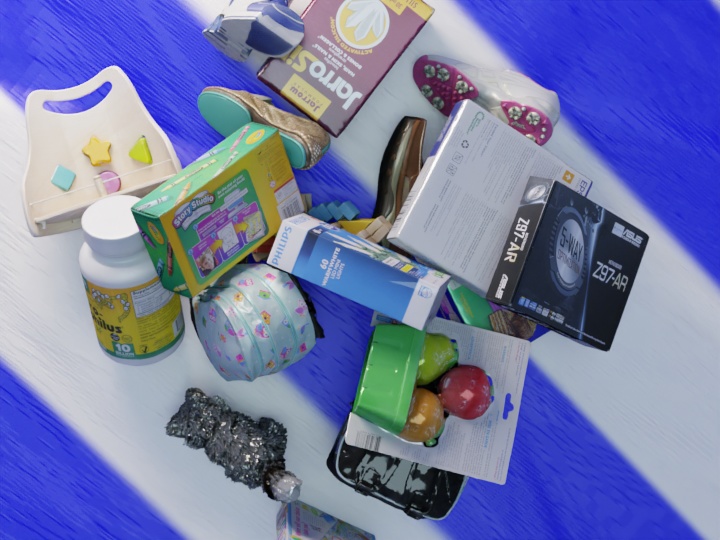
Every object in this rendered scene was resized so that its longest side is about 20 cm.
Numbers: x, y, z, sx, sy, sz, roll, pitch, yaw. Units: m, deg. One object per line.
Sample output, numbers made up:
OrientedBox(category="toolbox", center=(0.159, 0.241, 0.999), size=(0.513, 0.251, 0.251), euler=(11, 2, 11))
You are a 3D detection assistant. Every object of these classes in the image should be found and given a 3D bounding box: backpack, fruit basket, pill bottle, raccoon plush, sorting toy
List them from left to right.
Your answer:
OrientedBox(category="sorting toy", center=(-0.333, -0.155, 1.666), size=(0.200, 0.107, 0.180), euler=(-18, 90, -1))
OrientedBox(category="pill bottle", center=(-0.282, 0.011, 1.633), size=(0.112, 0.113, 0.200), euler=(-6, 132, -3))
OrientedBox(category="raccoon plush", center=(-0.156, 0.211, 1.673), size=(0.134, 0.200, 0.097), euler=(33, 76, -27))
OrientedBox(category="backpack", center=(-0.131, 0.067, 1.641), size=(0.126, 0.200, 0.167), euler=(-35, 102, -22))
OrientedBox(category="backpack", center=(0.068, 0.200, 1.701), size=(0.177, 0.151, 0.200), euler=(25, 87, -5))
OrientedBox(category="fruit basket", center=(0.094, 0.147, 1.607), size=(0.200, 0.094, 0.186), euler=(16, 69, -9))

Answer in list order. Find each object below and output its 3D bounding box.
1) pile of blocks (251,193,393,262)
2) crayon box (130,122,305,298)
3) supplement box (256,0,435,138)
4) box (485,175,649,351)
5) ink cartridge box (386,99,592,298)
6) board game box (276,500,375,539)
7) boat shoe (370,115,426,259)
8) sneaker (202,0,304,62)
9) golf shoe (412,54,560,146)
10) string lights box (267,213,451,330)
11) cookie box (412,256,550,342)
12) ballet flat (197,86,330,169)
OrientedBox(category="pile of blocks", center=(-0.062, -0.054, 1.675), size=(0.200, 0.062, 0.082), euler=(-4, 99, 18))
OrientedBox(category="crayon box", center=(-0.166, -0.074, 1.588), size=(0.200, 0.058, 0.119), euler=(-40, 129, -30))
OrientedBox(category="supplement box", center=(-0.021, -0.283, 1.664), size=(0.131, 0.103, 0.200), euler=(36, 94, -8))
OrientedBox(category="box", center=(0.256, -0.005, 1.626), size=(0.200, 0.043, 0.161), euler=(25, 84, -39))
OrientedBox(category="ink cartridge box", center=(0.160, -0.075, 1.637), size=(0.200, 0.043, 0.197), euler=(31, 79, -17))
OrientedBox(category="board game box", center=(-0.040, 0.354, 1.688), size=(0.134, 0.200, 0.034), euler=(26, 95, -6))
OrientedBox(category="boat shoe", center=(0.060, -0.097, 1.712), size=(0.074, 0.076, 0.200), euler=(10, 105, -12))
OrientedBox(category="sneaker", center=(-0.119, -0.324, 1.618), size=(0.080, 0.199, 0.115), euler=(34, 81, -24))
OrientedBox(category="golf shoe", center=(0.164, -0.227, 1.707), size=(0.200, 0.092, 0.075), euler=(29, 135, 10))
OrientedBox(category="string lights box", center=(0.000, 0.000, 1.581), size=(0.200, 0.103, 0.059), euler=(23, 101, 8))
OrientedBox(category="cookie box", center=(0.194, 0.004, 1.704), size=(0.200, 0.075, 0.171), euler=(-29, 98, -16))
OrientedBox(category="ballet flat", center=(-0.117, -0.183, 1.671), size=(0.200, 0.065, 0.071), euler=(32, 133, 28))
